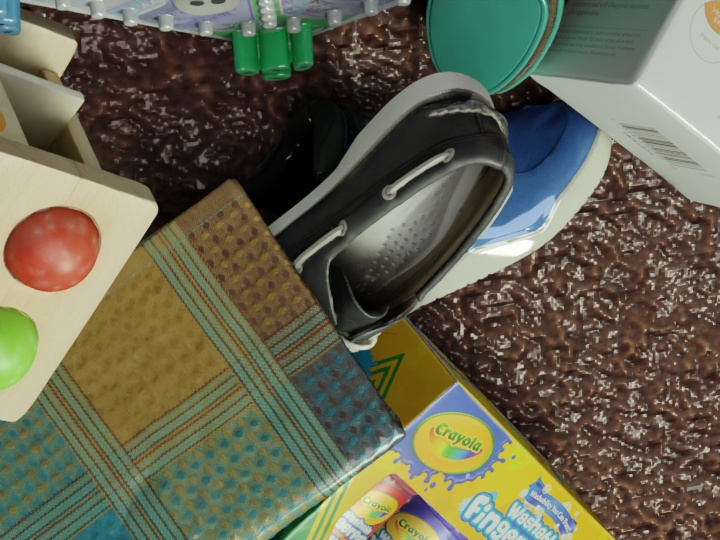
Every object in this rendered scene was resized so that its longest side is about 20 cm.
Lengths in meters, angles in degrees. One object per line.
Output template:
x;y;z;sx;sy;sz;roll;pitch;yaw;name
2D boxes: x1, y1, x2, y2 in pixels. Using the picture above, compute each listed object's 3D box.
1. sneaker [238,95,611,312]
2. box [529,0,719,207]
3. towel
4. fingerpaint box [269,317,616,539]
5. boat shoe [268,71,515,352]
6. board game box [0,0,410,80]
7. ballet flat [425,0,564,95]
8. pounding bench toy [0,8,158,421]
0.024;-0.048;0.960;0.199;0.077;0.112;-30;127;3;sneaker
0.194;-0.144;0.937;0.124;0.097;0.201;34;83;-27;box
-0.098;0.073;0.879;0.199;0.022;0.147;-35;83;5;towel
0.018;0.136;1.003;0.167;0.073;0.200;-42;137;2;fingerpaint box
0.000;0.000;0.896;0.074;0.061;0.200;26;118;-36;boat shoe
-0.043;-0.123;0.817;0.199;0.199;0.026;5;77;-44;board game box
0.074;-0.158;0.887;0.071;0.067;0.201;-55;166;-27;ballet flat
-0.203;-0.004;0.843;0.124;0.156;0.201;17;119;-38;pounding bench toy
